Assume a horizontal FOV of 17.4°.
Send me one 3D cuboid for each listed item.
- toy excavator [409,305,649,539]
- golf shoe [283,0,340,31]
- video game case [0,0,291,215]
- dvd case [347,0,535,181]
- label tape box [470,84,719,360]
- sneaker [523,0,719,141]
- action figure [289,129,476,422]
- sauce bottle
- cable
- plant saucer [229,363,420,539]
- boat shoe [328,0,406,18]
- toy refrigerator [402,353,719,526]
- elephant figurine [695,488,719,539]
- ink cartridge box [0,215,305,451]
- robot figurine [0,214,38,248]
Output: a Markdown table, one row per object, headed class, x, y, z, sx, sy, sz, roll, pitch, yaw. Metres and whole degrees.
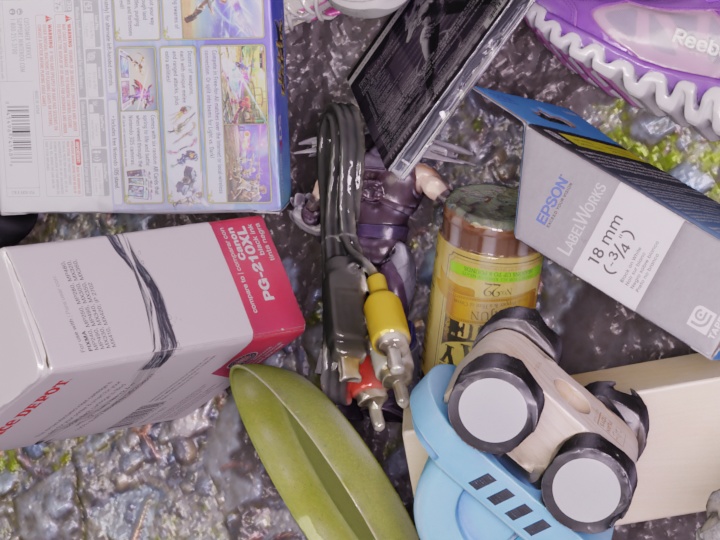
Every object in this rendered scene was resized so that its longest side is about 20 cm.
| class | x | y | z | sx | sy | sz | roll | pitch | yaw |
| --- | --- | --- | --- | --- | --- | --- | --- | --- | --- |
| toy excavator | 0.079 | 0.151 | 1.270 | 0.194 | 0.100 | 0.200 | 41 | 112 | -4 |
| golf shoe | -0.051 | -0.179 | 1.483 | 0.092 | 0.075 | 0.200 | 44 | 106 | 19 |
| video game case | -0.137 | -0.136 | 1.456 | 0.181 | 0.045 | 0.201 | 0 | 102 | 10 |
| dvd case | 0.050 | -0.142 | 1.379 | 0.016 | 0.200 | 0.149 | 32 | 103 | -17 |
| label tape box | 0.155 | -0.024 | 1.328 | 0.200 | 0.144 | 0.063 | 33 | 103 | 25 |
| sneaker | 0.189 | -0.131 | 1.361 | 0.200 | 0.080 | 0.089 | 27 | 92 | 21 |
| action figure | 0.011 | -0.008 | 1.444 | 0.130 | 0.069 | 0.201 | 3 | 84 | 34 |
| sauce bottle | 0.068 | 0.052 | 1.384 | 0.065 | 0.065 | 0.201 | 18 | 117 | 26 |
| cable | 0.000 | 0.000 | 1.390 | 0.050 | 0.097 | 0.201 | 4 | 57 | -12 |
| plant saucer | -0.011 | 0.134 | 1.391 | 0.031 | 0.200 | 0.200 | -32 | 70 | -13 |
| boat shoe | 0.034 | -0.245 | 1.413 | 0.074 | 0.065 | 0.202 | 22 | 66 | 24 |
| toy refrigerator | 0.128 | 0.101 | 1.332 | 0.199 | 0.070 | 0.076 | -11 | 101 | 4 |
| elephant figurine | 0.287 | 0.091 | 1.224 | 0.155 | 0.142 | 0.200 | -14 | 41 | 38 |
| ink cartridge box | -0.159 | 0.041 | 1.427 | 0.145 | 0.200 | 0.085 | -36 | 70 | 43 |
| robot figurine | -0.295 | -0.043 | 1.567 | 0.200 | 0.125 | 0.151 | -37 | 59 | 19 |
